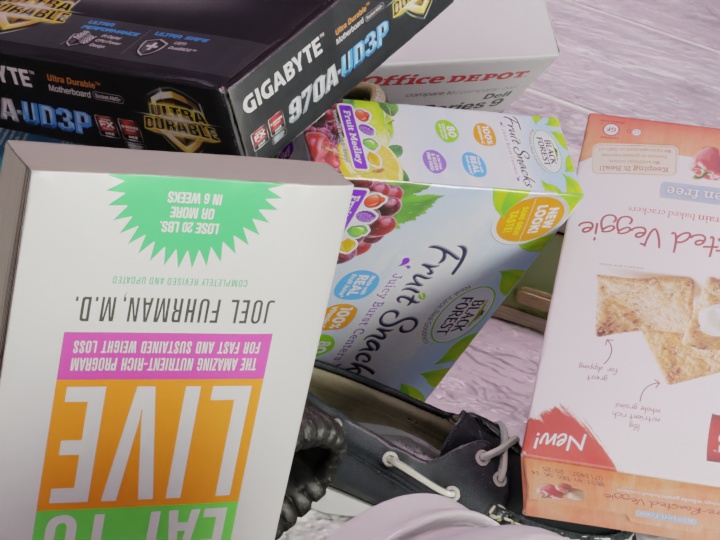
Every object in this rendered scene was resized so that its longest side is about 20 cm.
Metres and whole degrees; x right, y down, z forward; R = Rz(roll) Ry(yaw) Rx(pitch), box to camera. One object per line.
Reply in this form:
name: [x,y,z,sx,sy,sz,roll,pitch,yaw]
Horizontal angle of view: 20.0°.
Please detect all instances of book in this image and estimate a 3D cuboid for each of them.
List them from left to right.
book: [-0.086,0.052,0.794,0.132,0.202,0.048,2,22,-27]

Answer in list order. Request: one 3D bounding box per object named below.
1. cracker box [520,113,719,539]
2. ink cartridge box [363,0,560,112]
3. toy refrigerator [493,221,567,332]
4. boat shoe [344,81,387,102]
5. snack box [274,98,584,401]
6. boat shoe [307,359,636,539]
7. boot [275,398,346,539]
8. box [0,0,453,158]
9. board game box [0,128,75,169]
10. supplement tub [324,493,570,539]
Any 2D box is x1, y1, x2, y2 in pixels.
cracker box: [0.156,0.026,0.950,0.133,0.058,0.201,7,56,11]
ink cartridge box: [0.008,-0.119,1.235,0.145,0.200,0.085,-7,71,-26]
toy refrigerator: [0.138,0.000,1.259,0.198,0.077,0.070,18,20,12]
boat shoe: [-0.007,-0.072,1.113,0.200,0.066,0.072,29,10,-35]
snack box: [0.000,0.000,0.997,0.141,0.200,0.053,1,55,-27]
boat shoe: [0.040,0.094,0.965,0.198,0.061,0.076,16,20,7]
boot: [-0.123,0.073,0.898,0.210,0.080,0.158,-26,58,-36]
box: [-0.081,-0.115,0.941,0.199,0.046,0.159,13,41,37]
board game box: [-0.209,-0.085,1.016,0.198,0.047,0.152,21,57,3]
supplement tub: [0.066,0.171,0.654,0.144,0.146,0.199,-7,28,-43]
